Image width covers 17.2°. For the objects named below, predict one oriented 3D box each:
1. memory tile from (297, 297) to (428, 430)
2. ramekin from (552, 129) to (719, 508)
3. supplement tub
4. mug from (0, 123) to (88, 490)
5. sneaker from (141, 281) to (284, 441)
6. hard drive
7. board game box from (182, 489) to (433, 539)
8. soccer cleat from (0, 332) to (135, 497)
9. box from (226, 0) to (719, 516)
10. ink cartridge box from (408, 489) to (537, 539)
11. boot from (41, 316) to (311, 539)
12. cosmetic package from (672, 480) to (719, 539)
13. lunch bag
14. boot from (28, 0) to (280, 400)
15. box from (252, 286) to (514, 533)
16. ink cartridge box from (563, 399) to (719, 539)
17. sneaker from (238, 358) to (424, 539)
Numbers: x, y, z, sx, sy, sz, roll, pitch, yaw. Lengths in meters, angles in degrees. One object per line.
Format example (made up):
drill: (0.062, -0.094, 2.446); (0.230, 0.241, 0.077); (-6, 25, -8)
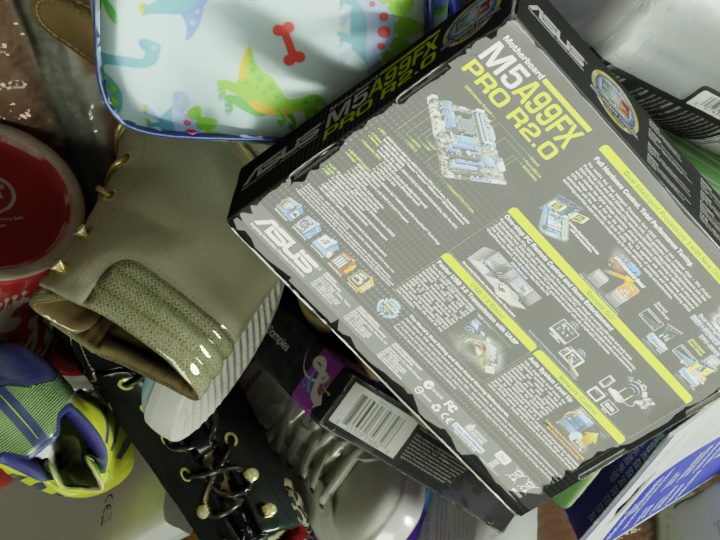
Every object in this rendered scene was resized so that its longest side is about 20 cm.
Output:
memory tile: (0.020, -0.037, 1.120); (0.017, 0.153, 0.201); (-7, 121, -32)
ramekin: (0.120, 0.008, 1.169); (0.098, 0.200, 0.200); (36, 143, 6)
supplement tub: (0.177, -0.109, 1.056); (0.200, 0.123, 0.122); (22, 142, -29)
mug: (-0.209, 0.010, 1.311); (0.133, 0.177, 0.200); (40, 141, 13)
sneaker: (-0.080, -0.018, 1.191); (0.082, 0.201, 0.074); (20, 177, 19)
hard drive: (-0.161, 0.131, 1.435); (0.027, 0.132, 0.200); (29, 138, -30)
board game box: (-0.062, 0.173, 1.430); (0.200, 0.135, 0.045); (0, 150, 42)
soccer cleat: (-0.159, 0.096, 1.263); (0.065, 0.084, 0.200); (-42, 158, -3)
box: (0.067, -0.006, 1.015); (0.160, 0.044, 0.200); (-35, 112, 25)
ink cartridge box: (0.009, 0.158, 1.466); (0.200, 0.115, 0.068); (-19, 138, 32)
boot: (-0.091, 0.078, 1.262); (0.073, 0.154, 0.204); (-32, 163, -2)
cosmetic package: (0.301, 0.157, 1.412); (0.199, 0.081, 0.113); (6, 149, -37)
lunch bag: (-0.035, -0.152, 1.012); (0.160, 0.083, 0.201); (2, 119, 4)
boot: (-0.109, -0.046, 1.110); (0.200, 0.155, 0.072); (34, 164, 17)
box: (-0.008, 0.053, 1.271); (0.143, 0.200, 0.036); (33, 94, -37)
ink cartridge box: (0.184, 0.075, 1.288); (0.200, 0.047, 0.198); (-26, 160, -32)
sneaker: (-0.031, 0.097, 1.336); (0.085, 0.200, 0.073); (34, 96, -28)
